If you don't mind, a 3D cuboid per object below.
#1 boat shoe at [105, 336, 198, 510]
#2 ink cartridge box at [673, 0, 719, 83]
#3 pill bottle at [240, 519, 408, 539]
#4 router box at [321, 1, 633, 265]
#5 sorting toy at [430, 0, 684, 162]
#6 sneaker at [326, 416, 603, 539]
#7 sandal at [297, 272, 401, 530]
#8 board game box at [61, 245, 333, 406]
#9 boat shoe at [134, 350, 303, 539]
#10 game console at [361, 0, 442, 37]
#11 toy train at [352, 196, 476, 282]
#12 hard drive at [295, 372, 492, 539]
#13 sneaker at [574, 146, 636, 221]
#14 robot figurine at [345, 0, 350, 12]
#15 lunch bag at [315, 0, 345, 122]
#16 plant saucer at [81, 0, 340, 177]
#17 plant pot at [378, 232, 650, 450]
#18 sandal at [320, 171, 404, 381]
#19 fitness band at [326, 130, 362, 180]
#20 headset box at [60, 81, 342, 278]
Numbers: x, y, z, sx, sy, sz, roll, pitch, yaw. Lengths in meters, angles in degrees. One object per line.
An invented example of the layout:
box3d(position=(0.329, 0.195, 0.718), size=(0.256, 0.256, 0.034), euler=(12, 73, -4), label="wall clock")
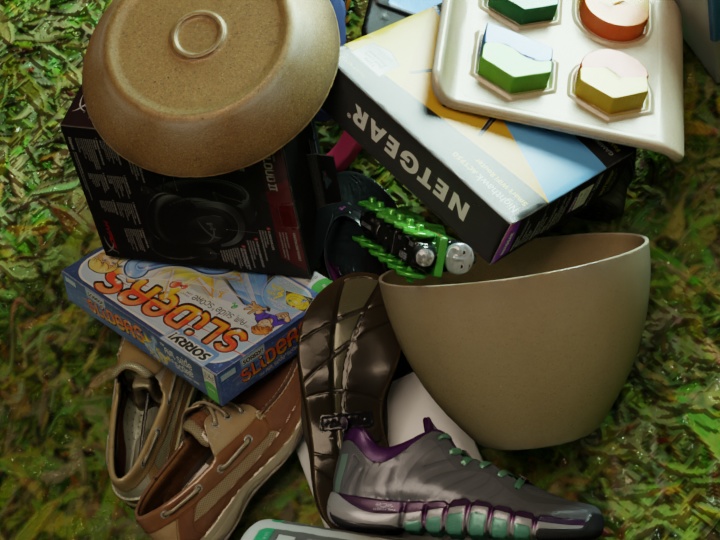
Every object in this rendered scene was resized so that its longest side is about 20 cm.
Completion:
box3d(position=(-0.170, 0.089, 1.270), size=(0.071, 0.076, 0.201), euler=(-9, 60, 14), label="boat shoe")
box3d(position=(0.348, -0.259, 1.252), size=(0.200, 0.145, 0.084), euler=(-29, 62, 1), label="ink cartridge box")
box3d(position=(0.012, 0.243, 1.098), size=(0.199, 0.113, 0.113), euler=(6, 67, 19), label="pill bottle")
box3d(position=(0.084, -0.110, 1.187), size=(0.149, 0.051, 0.200), euler=(-30, 64, -37), label="router box")
box3d(position=(0.158, -0.175, 1.206), size=(0.199, 0.037, 0.185), euler=(15, 47, -5), label="sorting toy")
box3d(position=(0.077, 0.150, 1.132), size=(0.199, 0.074, 0.088), euler=(4, 77, 3), label="sneaker")
box3d(position=(-0.007, 0.102, 1.205), size=(0.081, 0.055, 0.201), euler=(-3, 80, -6), label="sandal")
box3d(position=(-0.127, 0.019, 1.266), size=(0.200, 0.035, 0.135), euler=(29, 50, 36), label="board game box")
box3d(position=(-0.103, 0.131, 1.222), size=(0.076, 0.072, 0.200), euler=(10, 64, 54), label="boat shoe")
box3d(position=(0.113, -0.266, 1.331), size=(0.170, 0.118, 0.201), euler=(19, 67, -13), label="game console")
box3d(position=(0.038, -0.023, 1.177), size=(0.056, 0.200, 0.042), euler=(8, 98, -13), label="toy train")
box3d(position=(0.039, 0.184, 1.197), size=(0.132, 0.027, 0.200), euler=(-25, 62, 4), label="hard drive")
box3d(position=(0.132, -0.117, 1.288), size=(0.199, 0.076, 0.114), euler=(14, 68, 18), label="sneaker")
box3d(position=(-0.066, -0.281, 1.428), size=(0.145, 0.058, 0.201), euler=(1, 66, 15), label="robot figurine")
box3d(position=(-0.115, -0.182, 1.278), size=(0.199, 0.136, 0.133), euler=(5, 85, 16), label="lunch bag")
box3d(position=(-0.116, -0.165, 1.160), size=(0.200, 0.035, 0.201), euler=(-4, 65, 9), label="plant saucer")
box3d(position=(0.122, 0.056, 1.160), size=(0.200, 0.200, 0.135), euler=(-8, 97, 12), label="plant pot")
box3d(position=(0.001, 0.000, 1.281), size=(0.075, 0.048, 0.201), euler=(-13, 63, 9), label="sandal")
box3d(position=(-0.087, -0.143, 1.356), size=(0.199, 0.037, 0.144), euler=(8, 86, 15), label="fitness band")
box3d(position=(-0.114, -0.076, 1.229), size=(0.199, 0.149, 0.077), euler=(5, 50, 15), label="headset box")
